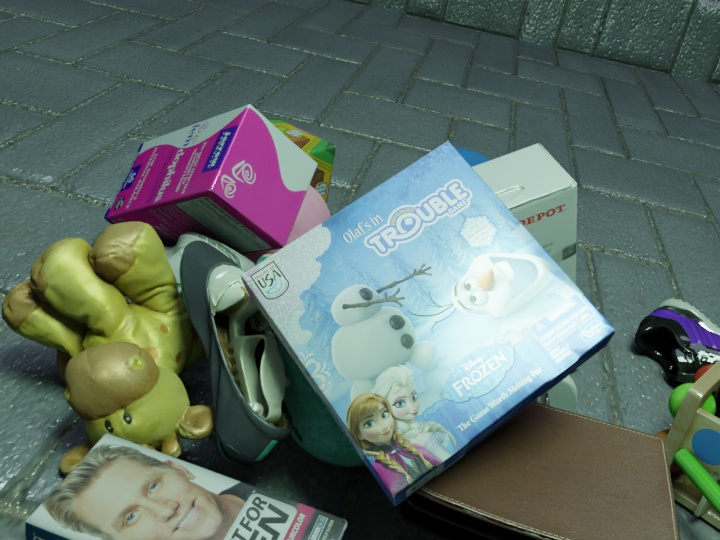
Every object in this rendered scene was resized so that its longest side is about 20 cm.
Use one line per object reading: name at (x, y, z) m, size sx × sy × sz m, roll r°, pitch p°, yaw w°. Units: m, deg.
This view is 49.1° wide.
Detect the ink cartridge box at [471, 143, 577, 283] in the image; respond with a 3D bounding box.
ink cartridge box at (0.146, -0.014, 0.832) m, size 0.143 × 0.201 × 0.084 m, roll -20°, pitch 44°, yaw -7°

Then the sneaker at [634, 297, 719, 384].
sneaker at (0.403, 0.110, 0.902) m, size 0.099 × 0.070 × 0.200 m, roll -21°, pitch 38°, yaw -35°

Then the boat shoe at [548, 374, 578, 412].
boat shoe at (0.124, 0.100, 0.812) m, size 0.198 × 0.071 × 0.064 m, roll 17°, pitch 28°, yaw -6°

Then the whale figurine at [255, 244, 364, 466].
whale figurine at (-0.036, 0.078, 0.673) m, size 0.104 × 0.201 × 0.159 m, roll -37°, pitch 12°, yaw -26°

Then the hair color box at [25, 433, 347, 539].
hair color box at (-0.119, 0.195, 0.552) m, size 0.198 × 0.061 × 0.100 m, roll 16°, pitch 28°, yaw 9°

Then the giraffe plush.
giraffe plush at (-0.199, 0.084, 0.662) m, size 0.199 × 0.172 × 0.163 m, roll 36°, pitch 27°, yaw -32°

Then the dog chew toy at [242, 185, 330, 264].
dog chew toy at (-0.110, -0.019, 0.884) m, size 0.123 × 0.125 × 0.201 m, roll 17°, pitch 44°, yaw 11°

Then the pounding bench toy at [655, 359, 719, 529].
pounding bench toy at (0.330, 0.174, 0.689) m, size 0.155 × 0.125 × 0.199 m, roll 32°, pitch 34°, yaw 33°

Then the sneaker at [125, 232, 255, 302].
sneaker at (-0.179, 0.014, 0.784) m, size 0.199 × 0.088 × 0.074 m, roll -5°, pitch -27°, yaw 43°

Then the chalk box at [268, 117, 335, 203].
chalk box at (-0.148, -0.111, 1.026) m, size 0.124 × 0.125 × 0.199 m, roll 29°, pitch 33°, yaw 31°

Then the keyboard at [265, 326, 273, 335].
keyboard at (0.000, 0.072, 0.861) m, size 0.199 × 0.021 × 0.127 m, roll -15°, pitch 38°, yaw -38°

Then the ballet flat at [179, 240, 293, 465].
ballet flat at (-0.096, 0.054, 0.641) m, size 0.072 × 0.073 × 0.202 m, roll -4°, pitch 64°, yaw -27°

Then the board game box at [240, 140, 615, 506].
board game box at (0.046, 0.030, 0.588) m, size 0.199 × 0.043 × 0.199 m, roll -34°, pitch 68°, yaw -12°

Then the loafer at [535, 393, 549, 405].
loafer at (0.148, 0.088, 0.739) m, size 0.063 × 0.202 × 0.072 m, roll 2°, pitch -12°, yaw -43°

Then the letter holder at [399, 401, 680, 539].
letter holder at (0.134, 0.187, 0.622) m, size 0.198 × 0.101 × 0.142 m, roll 15°, pitch 30°, yaw 6°

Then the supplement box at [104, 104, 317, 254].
supplement box at (-0.154, -0.080, 0.801) m, size 0.199 × 0.103 × 0.102 m, roll -6°, pitch 55°, yaw 43°

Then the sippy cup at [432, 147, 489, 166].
sippy cup at (0.129, -0.096, 1.095) m, size 0.138 × 0.131 × 0.178 m, roll 3°, pitch 29°, yaw -16°
